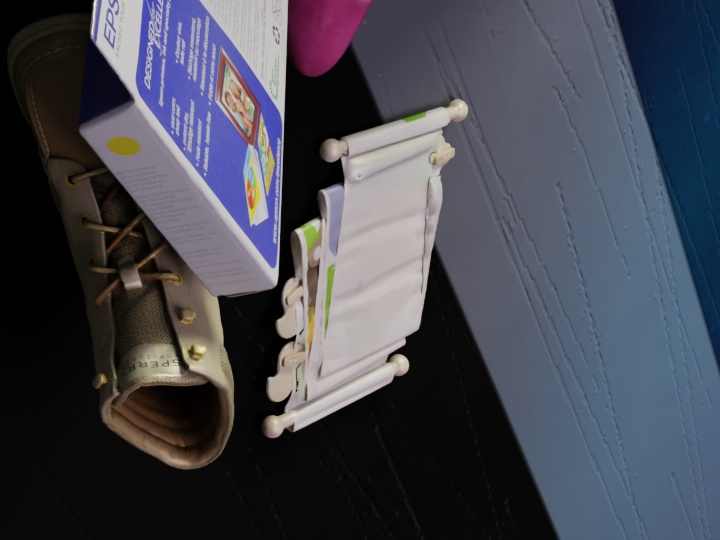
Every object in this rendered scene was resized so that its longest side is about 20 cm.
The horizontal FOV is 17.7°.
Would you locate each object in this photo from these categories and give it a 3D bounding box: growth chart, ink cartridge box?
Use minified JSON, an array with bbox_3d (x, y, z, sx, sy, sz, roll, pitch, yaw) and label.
[{"bbox_3d":[0.000,0.000,1.382,0.145,0.018,0.201,-14,122,-47],"label":"growth chart"},{"bbox_3d":[-0.089,-0.121,1.076,0.200,0.047,0.198,54,31,-49],"label":"ink cartridge box"}]

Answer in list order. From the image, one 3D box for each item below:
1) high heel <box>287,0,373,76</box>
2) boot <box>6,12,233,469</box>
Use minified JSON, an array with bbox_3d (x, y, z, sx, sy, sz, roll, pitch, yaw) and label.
[{"bbox_3d":[0.021,-0.188,1.217,0.067,0.096,0.201,6,107,-53],"label":"high heel"},{"bbox_3d":[-0.113,-0.012,1.113,0.073,0.156,0.200,-14,140,3],"label":"boot"}]
